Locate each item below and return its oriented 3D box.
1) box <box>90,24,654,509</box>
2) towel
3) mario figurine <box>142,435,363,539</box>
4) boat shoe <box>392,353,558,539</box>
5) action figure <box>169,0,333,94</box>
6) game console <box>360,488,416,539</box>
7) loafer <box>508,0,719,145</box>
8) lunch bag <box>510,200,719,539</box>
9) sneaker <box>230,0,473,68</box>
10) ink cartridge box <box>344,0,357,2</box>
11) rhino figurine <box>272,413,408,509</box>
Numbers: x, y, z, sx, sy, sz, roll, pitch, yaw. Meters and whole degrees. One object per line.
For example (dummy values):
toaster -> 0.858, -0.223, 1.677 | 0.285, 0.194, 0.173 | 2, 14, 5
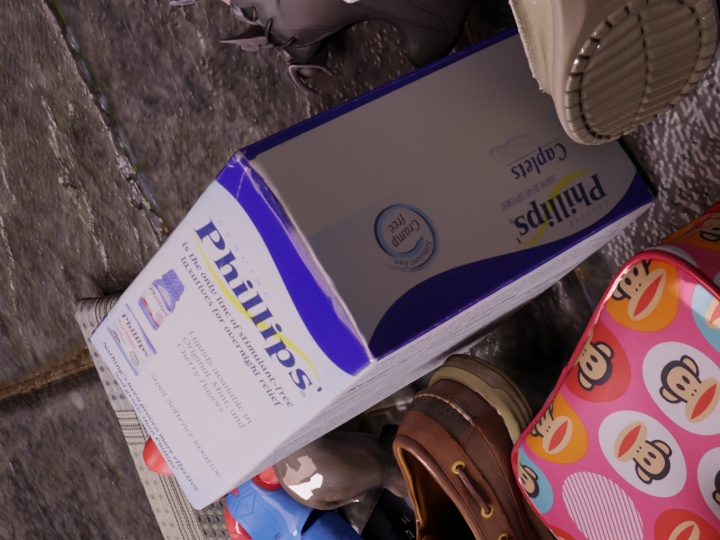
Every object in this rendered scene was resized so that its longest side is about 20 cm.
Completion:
box -> 0.000, 0.000, 0.823 | 0.105, 0.183, 0.200 | 57, 144, 7
towel -> -0.095, 0.102, 1.146 | 0.192, 0.034, 0.202 | -8, 105, 49
mario figurine -> -0.038, 0.117, 1.027 | 0.123, 0.106, 0.200 | -44, 81, 13
boat shoe -> 0.057, 0.139, 0.887 | 0.072, 0.067, 0.201 | 17, 133, 42
action figure -> -0.063, -0.178, 0.878 | 0.129, 0.069, 0.201 | -10, 110, 40
game console -> 0.081, 0.193, 0.986 | 0.200, 0.031, 0.177 | 48, 142, 18
loafer -> 0.091, -0.124, 0.692 | 0.200, 0.075, 0.069 | 68, 177, -58
lunch bag -> 0.165, 0.087, 0.766 | 0.176, 0.082, 0.201 | 47, 142, 18
sneaker -> -0.041, -0.143, 0.792 | 0.198, 0.076, 0.092 | 15, 108, 10
ink cartridge box -> 0.014, -0.240, 0.673 | 0.147, 0.144, 0.201 | 41, 139, 26
rhino figurine -> -0.030, 0.035, 0.951 | 0.060, 0.087, 0.202 | -43, 64, 56
